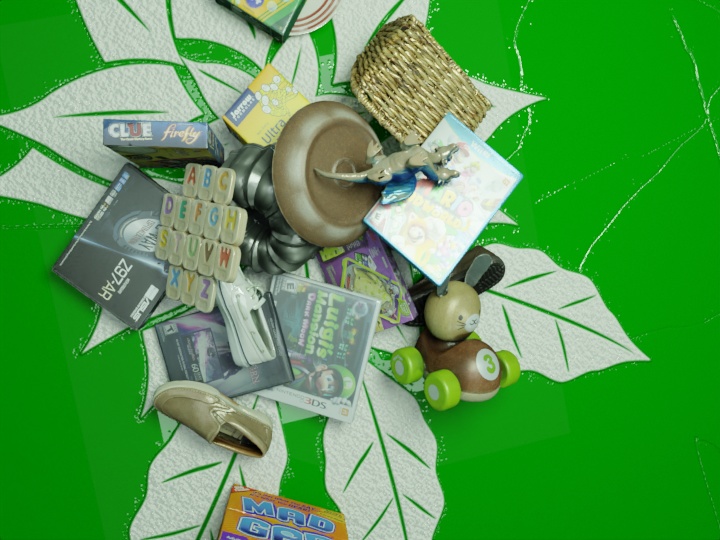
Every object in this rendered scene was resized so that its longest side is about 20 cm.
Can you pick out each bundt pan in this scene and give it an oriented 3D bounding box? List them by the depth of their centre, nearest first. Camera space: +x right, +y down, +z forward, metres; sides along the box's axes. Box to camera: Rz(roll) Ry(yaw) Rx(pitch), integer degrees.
[{"bbox_3d":[-0.144,-0.077,0.917,0.197,0.076,0.206,14,129,18],"label":"bundt pan"}]

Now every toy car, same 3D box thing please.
[{"bbox_3d":[0.151,0.078,0.938,0.161,0.157,0.205,-9,113,-35],"label":"toy car"}]

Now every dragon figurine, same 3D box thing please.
[{"bbox_3d":[0.044,-0.129,0.836,0.195,0.100,0.060,-19,70,4],"label":"dragon figurine"}]

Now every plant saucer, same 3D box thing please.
[{"bbox_3d":[-0.030,-0.134,0.870,0.197,0.036,0.206,-3,94,-39],"label":"plant saucer"}]

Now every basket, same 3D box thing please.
[{"bbox_3d":[0.071,-0.256,0.952,0.199,0.142,0.150,38,85,-25],"label":"basket"}]

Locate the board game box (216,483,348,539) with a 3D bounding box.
[{"bbox_3d":[-0.136,0.479,0.937,0.195,0.200,0.205,17,90,-7],"label":"board game box"}]

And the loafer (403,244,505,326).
[{"bbox_3d":[0.139,0.024,1.024,0.196,0.072,0.074,-26,130,4],"label":"loafer"}]

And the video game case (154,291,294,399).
[{"bbox_3d":[-0.215,0.129,0.985,0.195,0.019,0.147,-15,94,8],"label":"video game case"}]

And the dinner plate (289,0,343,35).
[{"bbox_3d":[-0.114,-0.474,0.988,0.194,0.024,0.206,0,92,-6],"label":"dinner plate"}]

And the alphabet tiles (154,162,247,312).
[{"bbox_3d":[-0.231,-0.049,0.881,0.014,0.197,0.201,8,95,-48],"label":"alphabet tiles"}]

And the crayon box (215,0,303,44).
[{"bbox_3d":[-0.124,-0.474,0.950,0.124,0.052,0.203,28,89,-7],"label":"crayon box"}]

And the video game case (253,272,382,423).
[{"bbox_3d":[-0.074,0.120,0.988,0.177,0.023,0.205,15,97,6],"label":"video game case"}]

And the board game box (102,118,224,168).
[{"bbox_3d":[-0.272,-0.177,0.894,0.132,0.200,0.036,0,91,-7],"label":"board game box"}]

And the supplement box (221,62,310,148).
[{"bbox_3d":[-0.101,-0.195,0.958,0.199,0.109,0.109,42,87,-6],"label":"supplement box"}]

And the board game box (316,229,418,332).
[{"bbox_3d":[0.000,0.000,0.990,0.118,0.032,0.204,-20,96,32],"label":"board game box"}]

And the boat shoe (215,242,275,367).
[{"bbox_3d":[-0.171,0.044,0.924,0.065,0.074,0.205,-8,112,13],"label":"boat shoe"}]

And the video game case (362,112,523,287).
[{"bbox_3d":[0.117,-0.101,0.881,0.142,0.018,0.201,39,83,3],"label":"video game case"}]

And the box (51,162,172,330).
[{"bbox_3d":[-0.351,-0.036,0.970,0.159,0.044,0.202,37,88,-6],"label":"box"}]

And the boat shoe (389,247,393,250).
[{"bbox_3d":[0.069,-0.069,1.007,0.195,0.065,0.074,16,105,12],"label":"boat shoe"}]

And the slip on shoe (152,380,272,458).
[{"bbox_3d":[-0.228,0.235,0.966,0.197,0.061,0.076,29,116,-19],"label":"slip on shoe"}]
